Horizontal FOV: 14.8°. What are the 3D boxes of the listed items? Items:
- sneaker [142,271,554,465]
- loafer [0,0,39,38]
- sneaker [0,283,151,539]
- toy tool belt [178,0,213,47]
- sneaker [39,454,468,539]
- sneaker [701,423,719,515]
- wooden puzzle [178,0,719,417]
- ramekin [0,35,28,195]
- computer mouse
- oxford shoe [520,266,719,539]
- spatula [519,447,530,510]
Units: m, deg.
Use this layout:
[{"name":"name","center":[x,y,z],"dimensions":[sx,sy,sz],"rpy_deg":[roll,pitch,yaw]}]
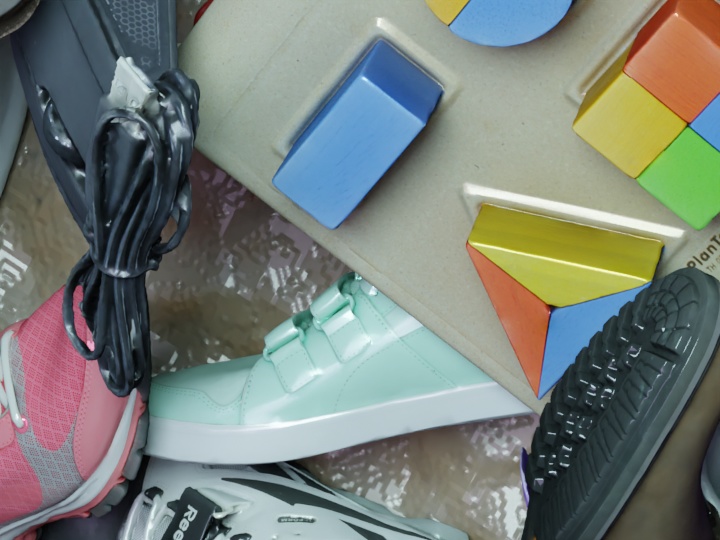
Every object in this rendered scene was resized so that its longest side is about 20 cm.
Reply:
[{"name":"sneaker","center":[0.000,0.000,0.990],"dimensions":[0.199,0.074,0.119],"rpy_deg":[-12,96,12]},{"name":"loafer","center":[-0.135,-0.138,0.920],"dimensions":[0.072,0.071,0.201],"rpy_deg":[-12,47,-3]},{"name":"sneaker","center":[-0.143,0.063,1.003],"dimensions":[0.200,0.086,0.074],"rpy_deg":[-46,42,42]},{"name":"toy tool belt","center":[-0.006,-0.153,0.969],"dimensions":[0.200,0.124,0.124],"rpy_deg":[-41,60,34]},{"name":"sneaker","center":[-0.044,0.105,1.010],"dimensions":[0.199,0.088,0.075],"rpy_deg":[13,100,21]},{"name":"sneaker","center":[0.170,0.122,0.936],"dimensions":[0.199,0.070,0.094],"rpy_deg":[34,110,19]},{"name":"wooden puzzle","center":[0.050,-0.050,0.881],"dimensions":[0.200,0.046,0.185],"rpy_deg":[40,123,-2]},{"name":"ramekin","center":[-0.189,-0.049,1.001],"dimensions":[0.094,0.202,0.204],"rpy_deg":[20,101,7]},{"name":"computer mouse","center":[-0.090,-0.073,0.912],"dimensions":[0.052,0.201,0.139],"rpy_deg":[4,139,-11]},{"name":"oxford shoe","center":[0.093,0.085,0.895],"dimensions":[0.084,0.073,0.201],"rpy_deg":[12,124,-10]},{"name":"spatula","center":[0.069,0.162,0.990],"dimensions":[0.020,0.057,0.202],"rpy_deg":[-1,104,4]}]
